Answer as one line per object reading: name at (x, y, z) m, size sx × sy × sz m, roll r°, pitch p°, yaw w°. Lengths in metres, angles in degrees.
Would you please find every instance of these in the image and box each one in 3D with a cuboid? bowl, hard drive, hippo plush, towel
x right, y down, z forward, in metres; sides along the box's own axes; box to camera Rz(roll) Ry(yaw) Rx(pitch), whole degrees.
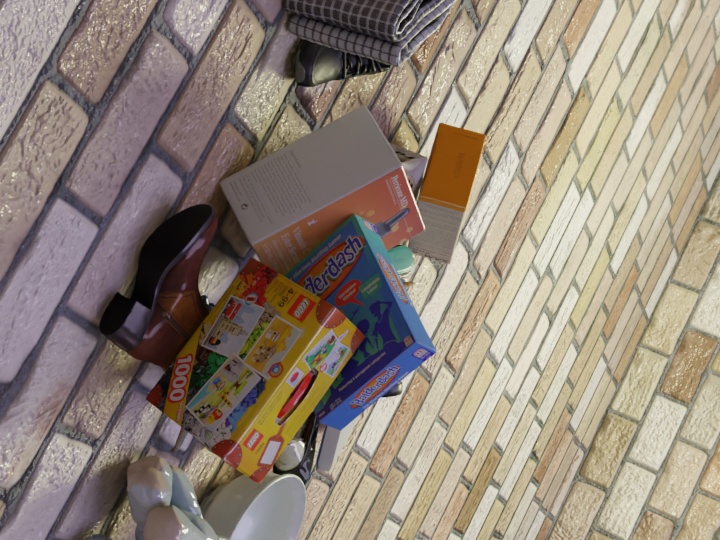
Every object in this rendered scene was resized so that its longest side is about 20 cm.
bowl at (-0.167, 0.355, 1.850) m, size 0.201 × 0.090 × 0.201 m, roll -44°, pitch 147°, yaw -39°
hard drive at (-0.020, 0.203, 2.018) m, size 0.200 × 0.025 × 0.132 m, roll -52°, pitch 157°, yaw -71°
hippo plush at (-0.265, 0.333, 1.626) m, size 0.161 × 0.159 × 0.200 m, roll -35°, pitch 136°, yaw 3°
towel at (0.027, -0.338, 1.575) m, size 0.200 × 0.165 × 0.086 m, roll -51°, pitch 145°, yaw -31°

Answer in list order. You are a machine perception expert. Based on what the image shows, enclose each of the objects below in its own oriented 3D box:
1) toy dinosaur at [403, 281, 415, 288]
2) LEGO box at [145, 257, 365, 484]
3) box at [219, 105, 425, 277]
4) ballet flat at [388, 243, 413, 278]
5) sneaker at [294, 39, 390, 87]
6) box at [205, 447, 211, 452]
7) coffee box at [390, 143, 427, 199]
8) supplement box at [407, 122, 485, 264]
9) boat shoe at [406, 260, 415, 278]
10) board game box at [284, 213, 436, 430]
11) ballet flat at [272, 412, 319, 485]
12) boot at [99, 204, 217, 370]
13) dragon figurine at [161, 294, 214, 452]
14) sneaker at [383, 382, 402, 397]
toy dinosaur at (0.003, 0.037, 1.832) m, size 0.199 × 0.106 × 0.061 m, roll -4°, pitch 129°, yaw -18°
LEGO box at (-0.117, 0.108, 1.481) m, size 0.200 × 0.149 × 0.077 m, roll -54°, pitch 140°, yaw -8°
box at (-0.043, -0.077, 1.614) m, size 0.200 × 0.106 × 0.152 m, roll -28°, pitch 148°, yaw -1°
ballet flat at (0.000, 0.000, 1.809) m, size 0.200 × 0.064 × 0.068 m, roll -11°, pitch 88°, yaw -56°
sneaker at (-0.006, -0.276, 1.660) m, size 0.200 × 0.079 × 0.076 m, roll -39°, pitch 143°, yaw -43°
box at (-0.119, 0.168, 1.804) m, size 0.200 × 0.078 × 0.095 m, roll -41°, pitch 145°, yaw -43°
coffee box at (0.002, -0.105, 1.813) m, size 0.200 × 0.080 × 0.113 m, roll -16°, pitch 124°, yaw -60°
supplement box at (0.123, -0.110, 1.965) m, size 0.200 × 0.073 × 0.126 m, roll 98°, pitch 7°, yaw -66°
boat shoe at (0.030, -0.031, 1.939) m, size 0.200 × 0.073 × 0.067 m, roll -1°, pitch 111°, yaw -63°
board game box at (-0.015, 0.057, 1.533) m, size 0.152 × 0.200 × 0.045 m, roll -41°, pitch 140°, yaw 19°
ballet flat at (-0.094, 0.226, 1.928) m, size 0.068 × 0.068 × 0.201 m, roll 29°, pitch 74°, yaw -55°
boot at (-0.174, 0.044, 1.528) m, size 0.200 × 0.068 × 0.189 m, roll 39°, pitch 75°, yaw -43°
dragon figurine at (-0.193, 0.132, 1.637) m, size 0.099 × 0.059 × 0.201 m, roll -26°, pitch 126°, yaw -43°
sneaker at (-0.004, 0.097, 1.875) m, size 0.075 × 0.200 × 0.116 m, roll -5°, pitch 109°, yaw -30°
